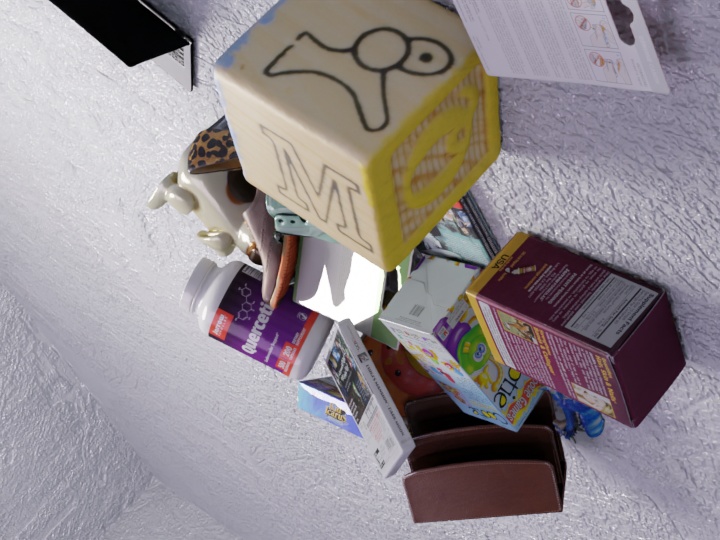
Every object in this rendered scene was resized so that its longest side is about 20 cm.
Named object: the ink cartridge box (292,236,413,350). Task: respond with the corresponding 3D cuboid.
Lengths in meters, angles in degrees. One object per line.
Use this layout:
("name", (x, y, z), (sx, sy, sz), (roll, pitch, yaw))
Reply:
("ink cartridge box", (0.000, 0.000, 1.742), (0.200, 0.048, 0.146), (23, 112, 39))

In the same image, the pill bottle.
("pill bottle", (-0.141, 0.060, 1.864), (0.199, 0.113, 0.113), (26, 158, 3))

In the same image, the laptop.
("laptop", (-0.320, -0.302, 1.755), (0.187, 0.116, 0.200), (40, 159, 10))

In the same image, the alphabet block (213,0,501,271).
("alphabet block", (0.002, -0.156, 1.346), (0.200, 0.195, 0.197), (34, 159, 25))

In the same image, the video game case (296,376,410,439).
("video game case", (0.038, 0.195, 1.990), (0.200, 0.181, 0.046), (19, 108, 48))

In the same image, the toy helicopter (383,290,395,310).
("toy helicopter", (0.015, 0.034, 1.842), (0.132, 0.079, 0.200), (36, 173, -32))

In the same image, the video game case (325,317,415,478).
("video game case", (0.010, 0.168, 1.768), (0.182, 0.023, 0.200), (62, 167, 13))

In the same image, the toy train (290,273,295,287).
("toy train", (-0.086, 0.044, 2.004), (0.085, 0.114, 0.200), (8, 152, -2))

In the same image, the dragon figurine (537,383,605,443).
("dragon figurine", (0.277, 0.158, 1.633), (0.099, 0.059, 0.200), (46, 160, -8))

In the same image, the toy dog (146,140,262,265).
("toy dog", (-0.158, -0.095, 1.873), (0.200, 0.140, 0.194), (42, 141, 0))

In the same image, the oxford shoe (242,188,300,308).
("oxford shoe", (-0.116, -0.051, 1.788), (0.073, 0.201, 0.071), (8, -171, 8))

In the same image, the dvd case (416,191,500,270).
("dvd case", (0.091, -0.063, 1.601), (0.146, 0.022, 0.200), (18, 147, 49))

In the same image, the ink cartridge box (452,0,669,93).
("ink cartridge box", (0.160, -0.228, 1.134), (0.200, 0.057, 0.163), (10, 142, 42))

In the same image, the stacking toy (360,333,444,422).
("stacking toy", (0.090, 0.104, 1.826), (0.146, 0.146, 0.200), (44, 141, -1))

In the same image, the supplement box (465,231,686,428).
("supplement box", (0.230, 0.061, 1.469), (0.200, 0.103, 0.131), (26, 153, 40))

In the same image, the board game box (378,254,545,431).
("board game box", (0.135, 0.088, 1.663), (0.105, 0.103, 0.200), (15, 153, 51))

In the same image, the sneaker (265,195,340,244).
("sneaker", (-0.049, -0.081, 1.609), (0.118, 0.074, 0.200), (5, 158, -11))

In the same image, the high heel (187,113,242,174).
("high heel", (-0.107, -0.123, 1.672), (0.200, 0.143, 0.071), (36, 157, 17))

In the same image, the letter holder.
("letter holder", (0.157, 0.237, 1.784), (0.199, 0.101, 0.143), (-8, 116, 16))
